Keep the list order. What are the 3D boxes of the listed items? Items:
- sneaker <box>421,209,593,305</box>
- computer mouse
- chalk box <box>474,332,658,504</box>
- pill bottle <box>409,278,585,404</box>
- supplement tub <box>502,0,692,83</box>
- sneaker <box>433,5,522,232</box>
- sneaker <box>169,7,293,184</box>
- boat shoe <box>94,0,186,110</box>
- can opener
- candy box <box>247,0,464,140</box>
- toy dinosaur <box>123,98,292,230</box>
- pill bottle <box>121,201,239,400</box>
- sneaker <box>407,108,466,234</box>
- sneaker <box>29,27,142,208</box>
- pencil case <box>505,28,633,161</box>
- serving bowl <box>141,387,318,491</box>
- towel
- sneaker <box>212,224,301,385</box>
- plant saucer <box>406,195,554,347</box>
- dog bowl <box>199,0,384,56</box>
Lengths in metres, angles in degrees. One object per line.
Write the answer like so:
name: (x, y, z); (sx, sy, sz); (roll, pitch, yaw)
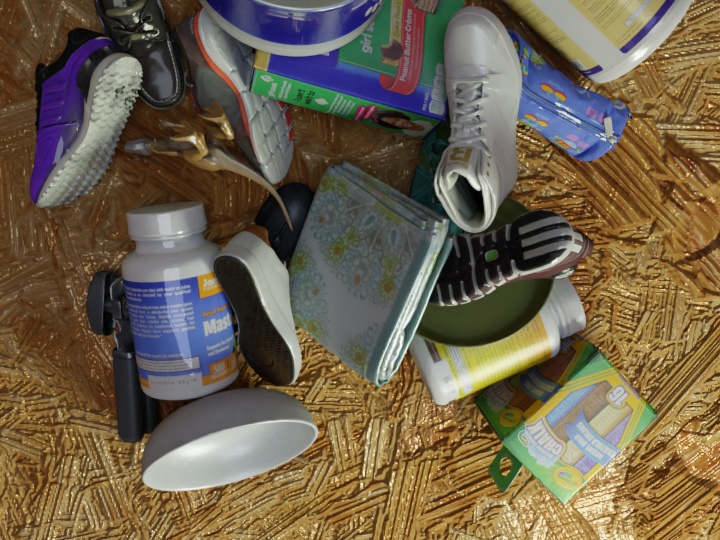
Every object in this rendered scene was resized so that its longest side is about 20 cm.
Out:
sneaker: (0.153, -0.003, 0.766); (0.115, 0.199, 0.076); (9, 73, -45)
computer mouse: (-0.112, -0.011, 0.842); (0.058, 0.034, 0.201); (26, 99, -14)
chalk box: (0.229, 0.183, 0.888); (0.200, 0.124, 0.124); (-43, 105, 3)
pill bottle: (0.158, 0.073, 0.859); (0.199, 0.109, 0.110); (-23, 105, -1)
supplement tub: (0.229, -0.313, 0.758); (0.200, 0.145, 0.146); (37, 96, -14)
sneaker: (0.110, -0.136, 0.688); (0.073, 0.116, 0.201); (0, 123, 26)
sneaker: (-0.139, -0.186, 0.789); (0.081, 0.077, 0.201); (-4, 121, 32)
boat shoe: (-0.239, -0.263, 0.747); (0.073, 0.065, 0.201); (-23, 106, -3)
can opener: (-0.277, 0.098, 0.846); (0.066, 0.053, 0.201); (7, 105, 24)
candy box: (-0.002, -0.246, 0.751); (0.199, 0.077, 0.170); (12, 78, -10)
toy dinosaur: (-0.155, -0.125, 0.778); (0.199, 0.106, 0.061); (21, 65, 6)
pill bottle: (-0.199, 0.030, 0.798); (0.111, 0.112, 0.201); (-6, 103, -6)
sneaker: (0.090, -0.116, 0.805); (0.077, 0.080, 0.201); (7, 92, 10)
sneaker: (-0.308, -0.164, 0.766); (0.099, 0.069, 0.201); (41, 112, 13)
pencil case: (0.207, -0.184, 0.787); (0.199, 0.087, 0.078); (19, 109, -32)
serving bowl: (-0.152, 0.184, 0.828); (0.199, 0.200, 0.066); (-19, 62, -3)
towel: (0.000, 0.000, 0.795); (0.048, 0.171, 0.201); (-2, 121, -51)
sneaker: (-0.098, 0.039, 0.811); (0.072, 0.085, 0.201); (5, 129, 20)
plant saucer: (0.119, -0.002, 0.825); (0.199, 0.031, 0.201); (-4, 62, 8)
dog bowl: (-0.062, -0.308, 0.668); (0.199, 0.079, 0.202); (2, 78, -10)
